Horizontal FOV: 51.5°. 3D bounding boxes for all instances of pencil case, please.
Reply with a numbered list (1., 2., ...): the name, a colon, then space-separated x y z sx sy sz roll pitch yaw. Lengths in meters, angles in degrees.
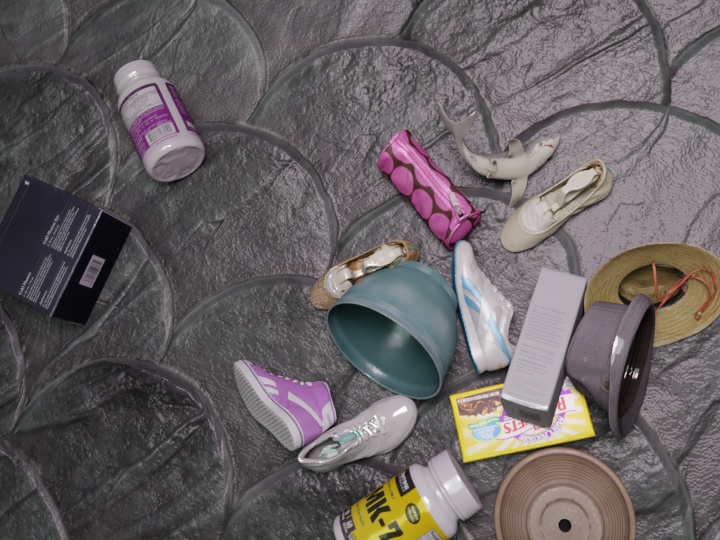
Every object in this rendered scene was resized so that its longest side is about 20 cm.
1. pencil case: 0.107 -0.134 1.185 0.091 0.094 0.201 -42 71 2

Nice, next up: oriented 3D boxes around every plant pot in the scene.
1. plant pot: 0.282 0.351 1.036 0.197 0.093 0.205 -3 78 14
2. plant pot: 0.065 0.073 1.113 0.198 0.202 0.135 28 59 18

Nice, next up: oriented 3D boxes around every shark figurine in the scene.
1. shark figurine: 0.199 -0.183 1.171 0.090 0.211 0.130 53 129 54

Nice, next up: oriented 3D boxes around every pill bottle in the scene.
1. pill bottle: -0.362 -0.268 1.322 0.111 0.112 0.202 -31 72 5
2. pill bottle: 0.069 0.355 1.077 0.198 0.114 0.115 -35 72 4

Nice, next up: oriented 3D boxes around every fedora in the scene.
1. fedora: 0.341 0.121 1.032 0.089 0.203 0.177 15 44 33

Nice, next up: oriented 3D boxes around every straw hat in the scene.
1. straw hat: 0.417 0.013 1.076 0.197 0.204 0.086 -7 37 12

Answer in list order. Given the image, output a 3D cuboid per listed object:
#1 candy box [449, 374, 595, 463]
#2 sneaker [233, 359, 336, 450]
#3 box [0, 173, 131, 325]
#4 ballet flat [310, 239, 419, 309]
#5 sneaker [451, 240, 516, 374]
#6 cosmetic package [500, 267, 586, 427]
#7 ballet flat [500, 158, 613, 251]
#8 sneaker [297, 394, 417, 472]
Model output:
1. candy box: 0.239 0.216 1.111 0.196 0.026 0.104 -15 76 10
2. sneaker: -0.116 0.197 1.190 0.113 0.074 0.200 -25 46 -31
3. box: -0.539 -0.036 1.318 0.180 0.104 0.203 24 84 16
4. ballet flat: 0.000 0.000 1.197 0.197 0.065 0.071 -28 73 7
5. sneaker: 0.187 0.051 1.141 0.079 0.077 0.204 -14 81 3
6. cosmetic package: 0.265 0.111 1.071 0.073 0.102 0.203 13 70 21
7. ballet flat: 0.298 -0.103 1.146 0.198 0.069 0.070 -36 72 4
8. sneaker: -0.004 0.252 1.131 0.198 0.088 0.076 -30 71 6
